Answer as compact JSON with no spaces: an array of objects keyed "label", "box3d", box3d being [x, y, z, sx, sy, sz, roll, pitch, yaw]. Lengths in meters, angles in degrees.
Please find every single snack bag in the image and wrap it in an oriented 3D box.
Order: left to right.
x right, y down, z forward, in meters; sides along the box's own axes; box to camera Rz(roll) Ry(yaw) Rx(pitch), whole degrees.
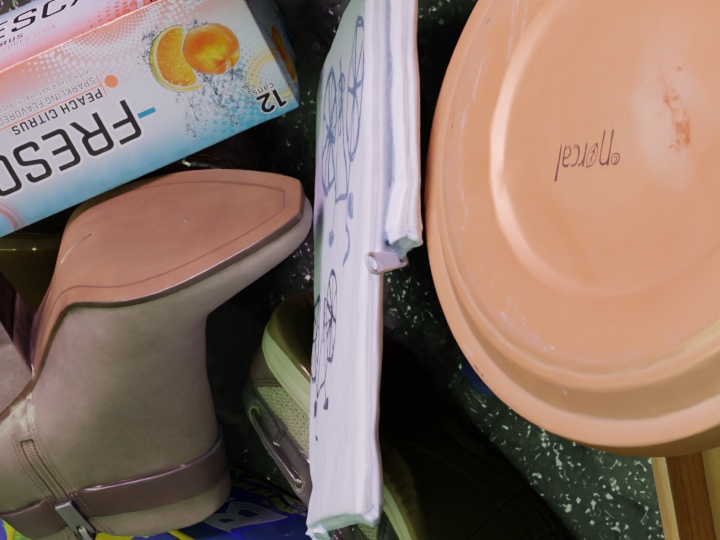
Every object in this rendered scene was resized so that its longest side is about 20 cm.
[{"label":"snack bag","box3d":[0.000,0.000,0.895,0.189,0.021,0.201,131,141,-79]}]

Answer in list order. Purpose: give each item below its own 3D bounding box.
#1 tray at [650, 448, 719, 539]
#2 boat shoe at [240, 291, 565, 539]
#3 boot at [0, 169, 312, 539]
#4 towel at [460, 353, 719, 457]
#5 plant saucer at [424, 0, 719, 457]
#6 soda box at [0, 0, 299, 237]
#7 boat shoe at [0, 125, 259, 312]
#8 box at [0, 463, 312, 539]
[{"label":"tray","box3d":[0.156,0.068,0.882,0.098,0.037,0.201,-3,104,36]},{"label":"boat shoe","box3d":[0.021,0.101,1.008,0.201,0.072,0.066,53,136,17]},{"label":"boot","box3d":[-0.088,0.044,1.005,0.199,0.070,0.147,-13,128,20]},{"label":"towel","box3d":[0.125,-0.001,0.918,0.199,0.024,0.146,15,114,31]},{"label":"plant saucer","box3d":[0.092,-0.044,0.753,0.200,0.032,0.202,-19,63,42]},{"label":"soda box","box3d":[-0.126,-0.067,0.986,0.199,0.064,0.069,-22,118,10]},{"label":"boat shoe","box3d":[-0.120,-0.028,1.074,0.199,0.070,0.071,-10,63,37]},{"label":"box","box3d":[-0.100,0.116,1.109,0.199,0.064,0.070,25,121,28]}]
